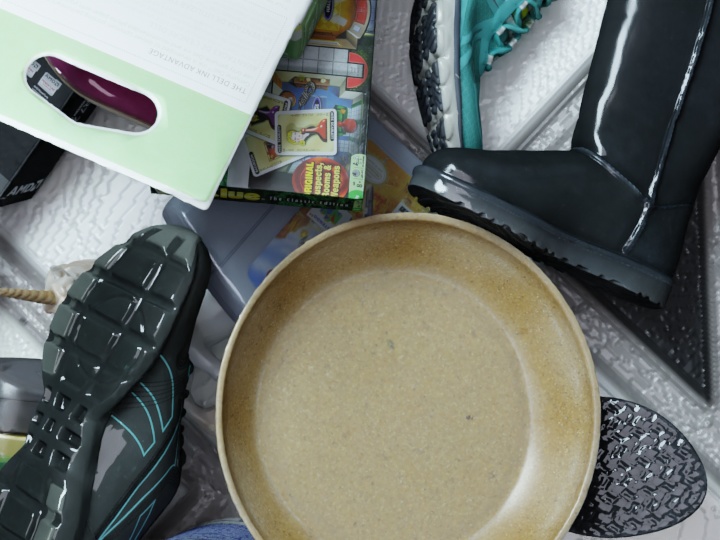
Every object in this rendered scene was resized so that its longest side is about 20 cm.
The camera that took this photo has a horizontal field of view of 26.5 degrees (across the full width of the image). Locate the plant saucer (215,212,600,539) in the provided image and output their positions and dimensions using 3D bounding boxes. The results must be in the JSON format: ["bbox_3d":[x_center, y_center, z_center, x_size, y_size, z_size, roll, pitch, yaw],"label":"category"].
[{"bbox_3d":[0.022,0.072,0.768,0.200,0.035,0.201,2,84,-16],"label":"plant saucer"}]

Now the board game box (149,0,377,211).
[{"bbox_3d":[-0.043,-0.131,0.757,0.105,0.023,0.200,4,75,-1],"label":"board game box"}]

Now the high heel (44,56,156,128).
[{"bbox_3d":[-0.132,-0.143,0.772,0.200,0.067,0.096,32,100,2],"label":"high heel"}]

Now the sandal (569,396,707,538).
[{"bbox_3d":[0.089,0.110,0.839,0.200,0.045,0.075,-5,80,19],"label":"sandal"}]

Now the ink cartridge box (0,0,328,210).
[{"bbox_3d":[-0.093,-0.136,0.718,0.145,0.048,0.200,23,75,3],"label":"ink cartridge box"}]

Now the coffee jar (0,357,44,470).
[{"bbox_3d":[-0.182,0.147,0.822,0.085,0.104,0.200,4,85,50],"label":"coffee jar"}]

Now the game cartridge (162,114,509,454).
[{"bbox_3d":[0.000,0.000,0.813,0.200,0.042,0.133,42,65,-7],"label":"game cartridge"}]

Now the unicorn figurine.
[{"bbox_3d":[-0.082,0.023,0.838,0.200,0.074,0.137,-35,87,-24],"label":"unicorn figurine"}]

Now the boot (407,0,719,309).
[{"bbox_3d":[0.127,-0.101,0.807,0.165,0.066,0.200,23,86,-26],"label":"boot"}]

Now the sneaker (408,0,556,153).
[{"bbox_3d":[0.072,-0.155,0.840,0.079,0.078,0.200,8,88,-7],"label":"sneaker"}]

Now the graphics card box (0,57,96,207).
[{"bbox_3d":[-0.184,-0.148,0.840,0.125,0.051,0.200,41,108,6],"label":"graphics card box"}]

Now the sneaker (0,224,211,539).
[{"bbox_3d":[-0.123,0.073,0.770,0.075,0.079,0.200,24,88,40],"label":"sneaker"}]

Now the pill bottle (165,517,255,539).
[{"bbox_3d":[-0.078,0.187,0.763,0.111,0.200,0.111,0,86,4],"label":"pill bottle"}]
